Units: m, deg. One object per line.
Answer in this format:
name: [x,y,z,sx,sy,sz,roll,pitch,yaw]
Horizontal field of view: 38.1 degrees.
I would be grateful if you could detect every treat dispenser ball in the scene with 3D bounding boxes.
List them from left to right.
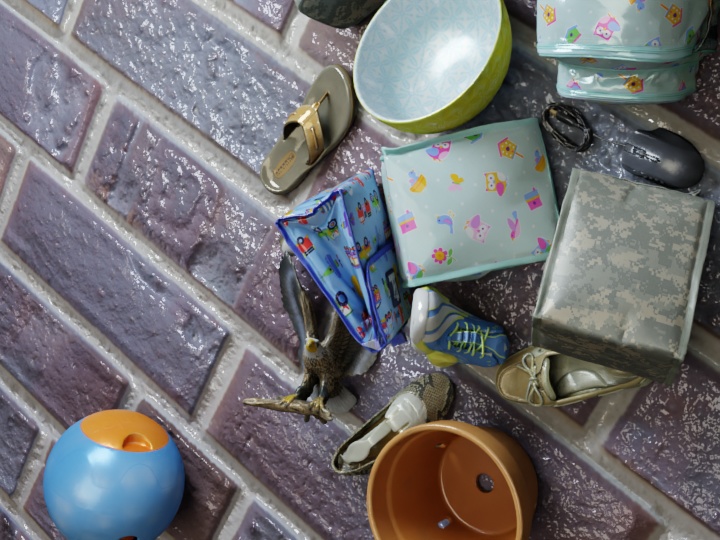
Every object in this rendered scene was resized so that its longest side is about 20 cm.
treat dispenser ball: [-0.352,0.302,1.493,0.198,0.200,0.205,3,97,30]

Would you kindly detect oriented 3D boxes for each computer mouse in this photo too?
computer mouse: [0.288,-0.142,1.163,0.198,0.034,0.060,24,108,27]

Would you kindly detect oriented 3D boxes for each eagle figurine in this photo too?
eagle figurine: [-0.049,0.091,1.346,0.151,0.150,0.203,-23,52,65]

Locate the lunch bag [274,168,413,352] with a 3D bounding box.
lunch bag: [0.000,0.000,1.224,0.093,0.151,0.202,-23,98,19]

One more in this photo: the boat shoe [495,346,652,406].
boat shoe: [0.241,0.119,1.200,0.198,0.063,0.075,-7,91,31]

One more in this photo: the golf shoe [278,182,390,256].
golf shoe: [-0.020,-0.044,1.334,0.198,0.072,0.094,-19,87,31]

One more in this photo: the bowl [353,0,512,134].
bowl: [0.101,-0.236,1.209,0.198,0.107,0.203,-18,58,30]

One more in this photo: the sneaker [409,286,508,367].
sneaker: [0.118,0.067,1.207,0.103,0.200,0.077,3,77,14]

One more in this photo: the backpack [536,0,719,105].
backpack: [0.269,-0.248,1.067,0.173,0.199,0.156,11,101,28]

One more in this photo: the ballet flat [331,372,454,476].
ballet flat: [0.036,0.204,1.324,0.200,0.075,0.068,-42,73,27]

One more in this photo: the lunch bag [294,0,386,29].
lunch bag: [-0.018,-0.419,1.263,0.199,0.138,0.170,-36,67,29]

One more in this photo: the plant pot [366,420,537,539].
plant pot: [0.125,0.268,1.240,0.197,0.139,0.204,4,98,30]

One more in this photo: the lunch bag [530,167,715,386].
lunch bag: [0.282,-0.003,1.116,0.161,0.118,0.203,15,72,14]

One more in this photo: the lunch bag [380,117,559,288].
lunch bag: [0.132,-0.078,1.211,0.196,0.122,0.173,-12,88,-2]

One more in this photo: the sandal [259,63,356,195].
sandal: [-0.075,-0.178,1.363,0.081,0.054,0.200,49,116,17]
